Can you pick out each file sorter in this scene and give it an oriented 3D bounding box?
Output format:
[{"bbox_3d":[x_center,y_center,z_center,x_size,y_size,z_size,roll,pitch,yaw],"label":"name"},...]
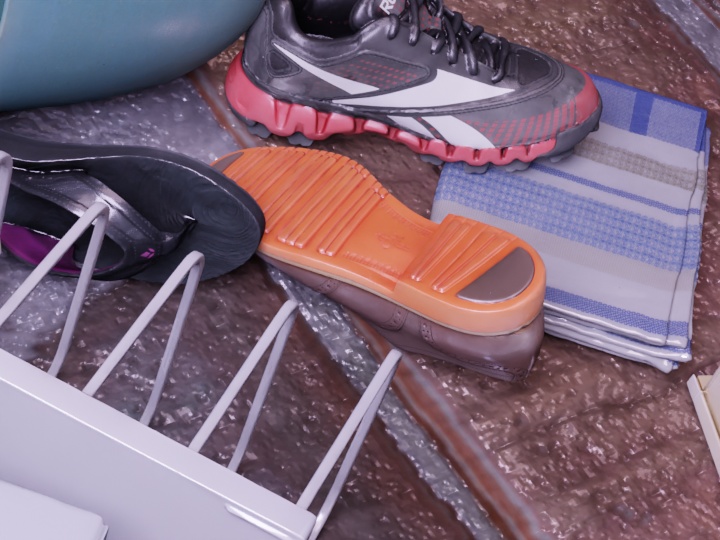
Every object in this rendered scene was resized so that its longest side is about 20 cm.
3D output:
[{"bbox_3d":[-0.104,0.062,0.810,0.200,0.139,0.125,27,45,5],"label":"file sorter"}]

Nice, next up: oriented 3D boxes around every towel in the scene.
[{"bbox_3d":[0.115,-0.038,1.050,0.147,0.024,0.200,17,45,-1],"label":"towel"}]

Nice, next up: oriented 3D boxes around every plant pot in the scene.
[{"bbox_3d":[-0.137,-0.175,0.973,0.161,0.201,0.201,-3,51,-33],"label":"plant pot"}]

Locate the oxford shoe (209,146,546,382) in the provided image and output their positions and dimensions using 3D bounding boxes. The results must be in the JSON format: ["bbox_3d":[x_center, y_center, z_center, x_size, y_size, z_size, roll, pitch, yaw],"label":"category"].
[{"bbox_3d":[0.000,0.000,0.953,0.200,0.073,0.071,27,55,30],"label":"oxford shoe"}]

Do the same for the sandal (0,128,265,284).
[{"bbox_3d":[-0.146,-0.025,0.917,0.200,0.075,0.048,11,42,3],"label":"sandal"}]

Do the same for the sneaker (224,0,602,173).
[{"bbox_3d":[0.031,-0.109,1.014,0.200,0.098,0.071,8,43,-2],"label":"sneaker"}]

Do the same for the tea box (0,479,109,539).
[{"bbox_3d":[-0.217,0.166,0.681,0.197,0.134,0.200,18,47,-3],"label":"tea box"}]

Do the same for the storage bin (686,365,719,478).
[{"bbox_3d":[0.289,0.109,0.934,0.198,0.094,0.200,2,50,-18],"label":"storage bin"}]
